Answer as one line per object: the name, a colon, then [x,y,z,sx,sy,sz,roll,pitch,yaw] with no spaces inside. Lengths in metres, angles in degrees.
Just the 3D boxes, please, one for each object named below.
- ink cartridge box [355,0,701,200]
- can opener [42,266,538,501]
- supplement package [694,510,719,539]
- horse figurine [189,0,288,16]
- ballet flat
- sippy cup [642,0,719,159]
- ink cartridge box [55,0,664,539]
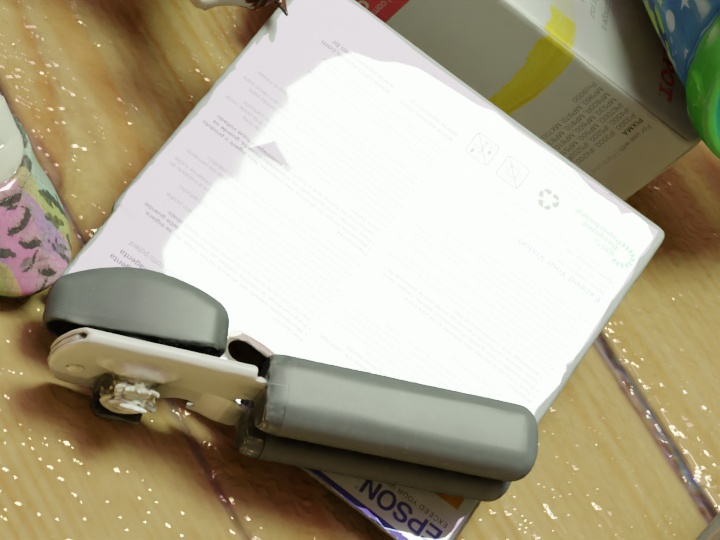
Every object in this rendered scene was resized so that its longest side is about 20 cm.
ink cartridge box: [0.069,-0.135,1.284,0.200,0.083,0.145,36,37,-18]
can opener: [-0.027,0.044,1.045,0.200,0.053,0.067,16,65,-12]
supplement package: [0.201,0.133,1.101,0.120,0.121,0.200,42,39,8]
horse figurine: [-0.078,-0.175,1.217,0.132,0.050,0.200,-1,28,12]
ballet flat: [-0.182,-0.078,1.062,0.069,0.071,0.200,-26,68,-33]
sippy cup: [0.188,-0.138,1.241,0.139,0.178,0.130,-13,51,-22]
ink cartridge box: [0.000,0.000,1.128,0.196,0.043,0.200,37,62,0]
